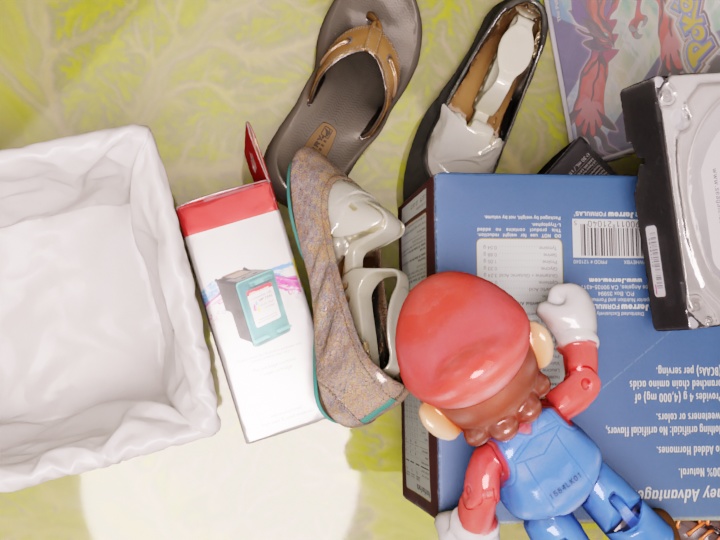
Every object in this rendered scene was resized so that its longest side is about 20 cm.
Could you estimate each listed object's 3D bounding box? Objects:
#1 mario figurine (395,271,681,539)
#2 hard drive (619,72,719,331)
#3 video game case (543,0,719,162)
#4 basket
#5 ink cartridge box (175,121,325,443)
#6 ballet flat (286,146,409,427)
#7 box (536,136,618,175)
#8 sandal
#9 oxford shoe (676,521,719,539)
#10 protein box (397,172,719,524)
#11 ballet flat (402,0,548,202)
[{"bbox_3d":[0.087,0.086,0.583,0.201,0.106,0.123,56,46,-9],"label":"mario figurine"},{"bbox_3d":[0.249,-0.046,0.626,0.199,0.038,0.141,-6,88,-24],"label":"hard drive"},{"bbox_3d":[0.201,-0.189,0.768,0.023,0.182,0.202,-8,87,-31],"label":"video game case"},{"bbox_3d":[-0.206,0.031,0.707,0.199,0.161,0.200,-14,88,-9],"label":"basket"},{"bbox_3d":[-0.078,0.010,0.747,0.067,0.116,0.201,-17,88,-8],"label":"ink cartridge box"},{"bbox_3d":[0.000,0.000,0.694,0.067,0.068,0.201,-25,63,32],"label":"ballet flat"},{"bbox_3d":[0.135,0.026,0.792,0.141,0.079,0.200,44,82,1],"label":"box"},{"bbox_3d":[-0.009,-0.138,0.791,0.081,0.055,0.201,32,73,-8],"label":"sandal"},{"bbox_3d":[0.253,0.181,0.798,0.199,0.073,0.072,23,84,-5],"label":"oxford shoe"},{"bbox_3d":[0.130,0.050,0.684,0.197,0.135,0.202,0,85,-7],"label":"protein box"},{"bbox_3d":[0.085,-0.118,0.801,0.068,0.068,0.201,23,84,-5],"label":"ballet flat"}]
